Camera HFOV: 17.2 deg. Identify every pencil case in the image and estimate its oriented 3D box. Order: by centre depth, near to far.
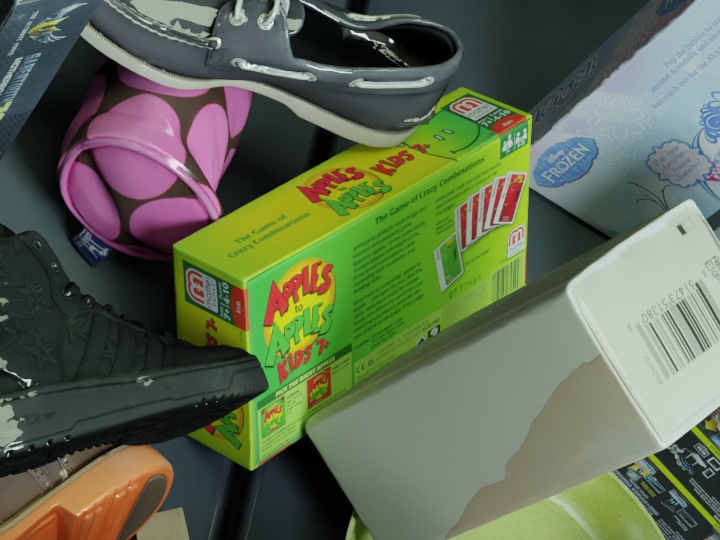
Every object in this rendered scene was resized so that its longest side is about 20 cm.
[{"bbox_3d":[-0.076,-0.095,1.131,0.094,0.090,0.201,43,47,-27],"label":"pencil case"}]

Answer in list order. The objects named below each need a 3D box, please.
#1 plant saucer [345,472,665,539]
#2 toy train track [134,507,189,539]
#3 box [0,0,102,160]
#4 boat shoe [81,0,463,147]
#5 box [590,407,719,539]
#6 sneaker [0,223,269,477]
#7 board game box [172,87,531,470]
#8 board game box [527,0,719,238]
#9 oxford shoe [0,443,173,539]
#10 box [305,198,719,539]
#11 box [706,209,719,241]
[{"bbox_3d":[0.072,0.168,1.120,0.199,0.031,0.201,15,58,-25],"label":"plant saucer"},{"bbox_3d":[-0.064,0.200,1.015,0.114,0.033,0.201,-12,64,-9],"label":"toy train track"},{"bbox_3d":[-0.184,-0.138,1.012,0.051,0.200,0.159,-18,75,-32],"label":"box"},{"bbox_3d":[-0.043,-0.115,1.061,0.199,0.063,0.073,19,53,-28],"label":"boat shoe"},{"bbox_3d":[0.220,0.129,1.151,0.200,0.160,0.044,46,52,-2],"label":"box"},{"bbox_3d":[-0.127,0.023,0.968,0.199,0.060,0.105,-11,74,-46],"label":"sneaker"},{"bbox_3d":[0.000,0.000,1.116,0.047,0.102,0.199,24,39,35],"label":"board game box"},{"bbox_3d":[0.209,-0.062,1.219,0.198,0.200,0.044,30,51,-16],"label":"board game box"},{"bbox_3d":[-0.173,0.109,0.985,0.073,0.072,0.199,44,43,21],"label":"oxford shoe"},{"bbox_3d":[0.074,0.051,1.032,0.095,0.200,0.078,-33,91,-38],"label":"box"},{"bbox_3d":[0.212,0.070,1.181,0.200,0.156,0.041,48,53,-2],"label":"box"}]
